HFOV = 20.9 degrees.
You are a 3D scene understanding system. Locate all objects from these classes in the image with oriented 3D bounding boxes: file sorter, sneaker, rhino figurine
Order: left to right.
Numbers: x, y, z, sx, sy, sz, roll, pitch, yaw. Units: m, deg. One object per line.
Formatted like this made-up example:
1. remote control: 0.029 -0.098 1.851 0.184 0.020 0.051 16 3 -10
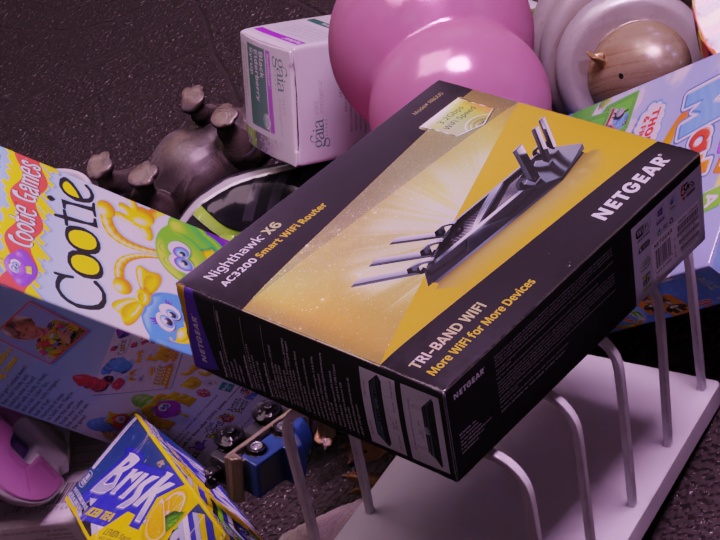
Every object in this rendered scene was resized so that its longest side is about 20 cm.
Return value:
1. sneaker: -0.212 0.073 1.231 0.088 0.081 0.201 -26 27 36
2. rhino figurine: -0.104 -0.099 1.469 0.199 0.088 0.060 -34 58 -6
3. sneaker: -0.045 -0.031 1.315 0.199 0.072 0.083 -26 31 12
4. file sorter: 0.071 0.065 0.948 0.138 0.125 0.200 11 40 29

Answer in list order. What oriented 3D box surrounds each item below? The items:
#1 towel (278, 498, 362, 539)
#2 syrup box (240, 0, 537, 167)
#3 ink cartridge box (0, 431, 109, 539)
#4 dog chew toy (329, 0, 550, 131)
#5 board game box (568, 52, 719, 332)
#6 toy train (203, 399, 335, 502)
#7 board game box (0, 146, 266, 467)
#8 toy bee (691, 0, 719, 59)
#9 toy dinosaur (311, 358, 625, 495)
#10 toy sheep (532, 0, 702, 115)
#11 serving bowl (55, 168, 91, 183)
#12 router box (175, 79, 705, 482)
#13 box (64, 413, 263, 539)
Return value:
1. towel: 0.016 0.174 0.984 0.132 0.035 0.200 -25 30 11
2. syrup box: 0.024 -0.132 1.309 0.199 0.079 0.081 -13 22 -25
3. ink cartridge box: -0.209 0.117 1.278 0.199 0.045 0.177 -10 37 34
4. dog chew toy: 0.055 -0.103 1.145 0.124 0.125 0.201 -27 49 10
5. board game box: 0.155 -0.038 1.075 0.200 0.036 0.152 -19 43 55
6. toy train: -0.004 0.067 1.050 0.046 0.034 0.199 29 46 34
7. board game box: -0.154 0.026 1.159 0.105 0.199 0.104 -45 33 38
8. toy bee: 0.269 -0.103 1.085 0.199 0.131 0.109 11 74 37
9. toy dinosaur: 0.034 0.073 1.092 0.199 0.061 0.106 -7 37 38
10. toy sheep: 0.169 -0.145 1.226 0.137 0.138 0.200 -28 15 8
11. serving bowl: -0.270 0.011 1.476 0.199 0.066 0.201 -25 30 15
12. router box: 0.040 -0.004 0.897 0.157 0.053 0.200 19 44 36
13. box: -0.100 0.150 1.068 0.070 0.064 0.200 -49 24 -2
